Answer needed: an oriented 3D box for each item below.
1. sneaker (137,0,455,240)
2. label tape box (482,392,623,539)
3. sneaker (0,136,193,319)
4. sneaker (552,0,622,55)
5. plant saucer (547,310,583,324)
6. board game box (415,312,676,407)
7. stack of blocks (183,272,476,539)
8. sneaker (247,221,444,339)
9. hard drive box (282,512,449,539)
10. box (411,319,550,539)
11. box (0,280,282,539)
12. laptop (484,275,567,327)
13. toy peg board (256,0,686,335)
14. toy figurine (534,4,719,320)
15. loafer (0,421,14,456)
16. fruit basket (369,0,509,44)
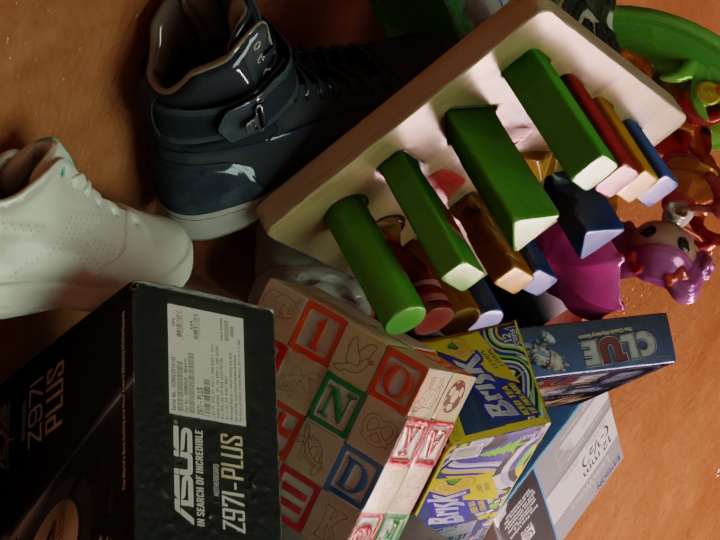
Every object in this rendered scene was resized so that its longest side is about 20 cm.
[{"bbox_3d":[-0.031,-0.115,1.248,0.202,0.077,0.146,-29,139,-19],"label":"sneaker"},{"bbox_3d":[0.135,0.165,1.723,0.143,0.066,0.200,-51,148,-19],"label":"label tape box"},{"bbox_3d":[-0.154,-0.027,1.172,0.200,0.075,0.089,-9,109,-55],"label":"sneaker"},{"bbox_3d":[0.112,-0.137,1.420,0.077,0.089,0.200,47,27,-26],"label":"sneaker"},{"bbox_3d":[0.102,0.039,1.667,0.200,0.037,0.200,-64,151,0],"label":"plant saucer"},{"bbox_3d":[0.083,0.067,1.464,0.200,0.035,0.135,-5,167,-23],"label":"board game box"},{"bbox_3d":[-0.049,0.064,1.272,0.059,0.200,0.115,14,103,-61],"label":"stack of blocks"},{"bbox_3d":[0.000,0.000,1.418,0.200,0.076,0.092,26,57,-59],"label":"sneaker"},{"bbox_3d":[-0.017,0.223,1.290,0.200,0.156,0.077,-26,137,-40],"label":"hard drive box"},{"bbox_3d":[0.054,0.104,1.357,0.064,0.070,0.200,-12,157,-15],"label":"box"},{"bbox_3d":[-0.117,0.130,1.160,0.086,0.164,0.200,13,61,-31],"label":"box"},{"bbox_3d":[0.075,-0.049,1.529,0.177,0.103,0.200,54,41,-42],"label":"laptop"},{"bbox_3d":[0.084,-0.031,1.281,0.200,0.098,0.199,-38,150,17],"label":"toy peg board"},{"bbox_3d":[0.190,-0.045,1.472,0.150,0.200,0.184,103,11,-65],"label":"toy figurine"},{"bbox_3d":[-0.231,0.148,1.183,0.073,0.071,0.200,-18,128,-52],"label":"loafer"},{"bbox_3d":[0.077,-0.227,1.348,0.200,0.094,0.185,-57,151,-17],"label":"fruit basket"}]
